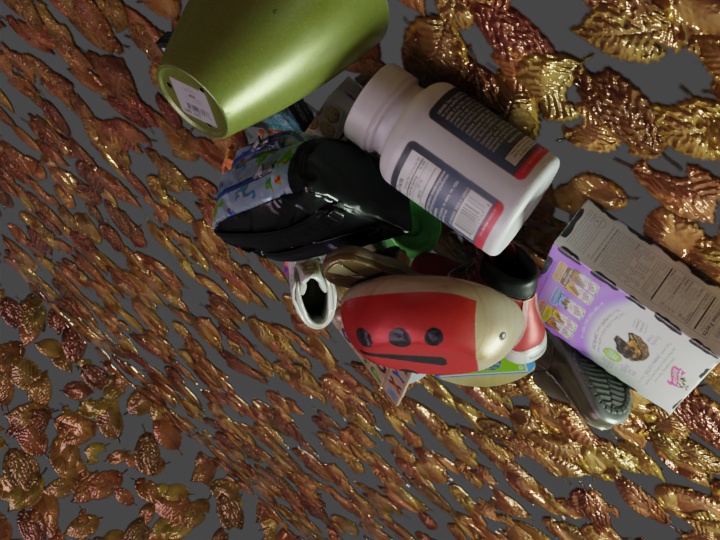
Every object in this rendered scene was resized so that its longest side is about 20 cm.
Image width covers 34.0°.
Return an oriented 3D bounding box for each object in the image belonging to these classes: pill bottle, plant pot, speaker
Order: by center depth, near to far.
[{"bbox_3d":[-0.103,-0.231,1.171,0.186,0.200,0.188,32,156,16],"label":"plant pot"},{"bbox_3d":[0.088,-0.118,1.188,0.199,0.120,0.120,36,157,10],"label":"pill bottle"},{"bbox_3d":[0.031,-0.033,1.473,0.088,0.089,0.200,42,157,-5],"label":"speaker"}]

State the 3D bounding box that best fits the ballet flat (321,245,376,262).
[{"bbox_3d":[0.000,0.000,1.390,0.200,0.070,0.069,43,157,0],"label":"ballet flat"}]

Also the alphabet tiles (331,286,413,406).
[{"bbox_3d":[0.014,0.079,1.534,0.168,0.008,0.200,52,159,16],"label":"alphabet tiles"}]

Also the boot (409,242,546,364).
[{"bbox_3d":[0.123,-0.002,1.296,0.200,0.072,0.145,34,149,40],"label":"boot"}]

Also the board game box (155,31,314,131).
[{"bbox_3d":[-0.157,-0.236,1.465,0.199,0.028,0.136,14,146,46],"label":"board game box"}]

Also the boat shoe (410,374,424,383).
[{"bbox_3d":[0.066,0.061,1.551,0.203,0.074,0.086,98,154,-46],"label":"boat shoe"}]

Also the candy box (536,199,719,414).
[{"bbox_3d":[0.284,0.043,1.241,0.199,0.072,0.168,36,157,12],"label":"candy box"}]

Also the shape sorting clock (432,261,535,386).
[{"bbox_3d":[0.139,0.067,1.455,0.198,0.039,0.201,9,131,11],"label":"shape sorting clock"}]

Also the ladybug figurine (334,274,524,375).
[{"bbox_3d":[0.068,0.061,1.220,0.198,0.072,0.136,2,148,16],"label":"ladybug figurine"}]

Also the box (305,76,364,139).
[{"bbox_3d":[-0.039,-0.166,1.397,0.041,0.039,0.200,43,157,-3],"label":"box"}]

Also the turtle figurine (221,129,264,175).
[{"bbox_3d":[-0.135,-0.106,1.591,0.162,0.064,0.200,53,154,-3],"label":"turtle figurine"}]

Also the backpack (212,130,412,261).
[{"bbox_3d":[-0.069,-0.076,1.272,0.162,0.155,0.199,19,144,-40],"label":"backpack"}]

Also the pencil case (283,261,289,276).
[{"bbox_3d":[-0.011,0.022,1.644,0.199,0.088,0.089,36,157,13],"label":"pencil case"}]

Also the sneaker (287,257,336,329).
[{"bbox_3d":[-0.065,-0.027,1.512,0.116,0.073,0.202,-121,21,-71],"label":"sneaker"}]

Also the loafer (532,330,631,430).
[{"bbox_3d":[0.241,0.119,1.339,0.075,0.070,0.200,17,-154,-24],"label":"loafer"}]

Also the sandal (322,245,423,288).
[{"bbox_3d":[0.019,-0.003,1.270,0.080,0.054,0.200,-17,159,22],"label":"sandal"}]

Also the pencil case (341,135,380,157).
[{"bbox_3d":[-0.015,-0.108,1.412,0.089,0.078,0.200,22,160,-11],"label":"pencil case"}]
